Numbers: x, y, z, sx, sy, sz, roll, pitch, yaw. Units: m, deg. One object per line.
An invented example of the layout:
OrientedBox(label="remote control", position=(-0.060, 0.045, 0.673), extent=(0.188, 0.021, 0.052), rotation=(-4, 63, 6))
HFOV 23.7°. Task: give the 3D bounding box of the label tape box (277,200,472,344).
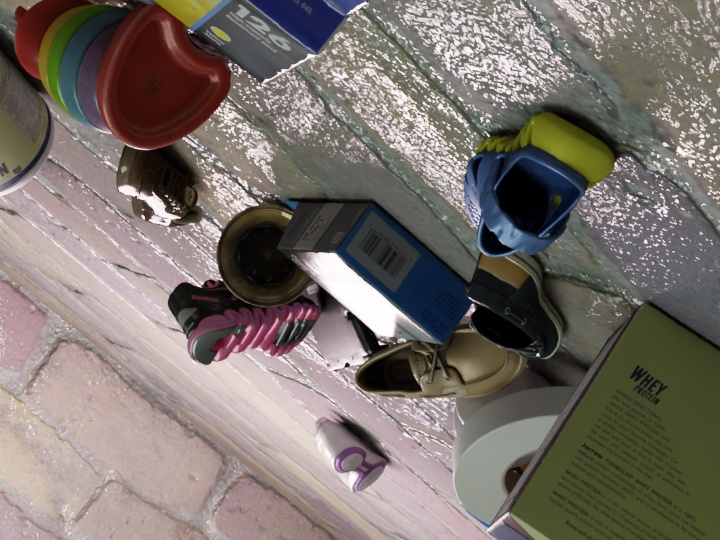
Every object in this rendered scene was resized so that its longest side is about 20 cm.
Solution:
OrientedBox(label="label tape box", position=(0.000, 0.000, 1.645), extent=(0.144, 0.063, 0.200), rotation=(41, 165, -22))

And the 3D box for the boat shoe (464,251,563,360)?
OrientedBox(label="boat shoe", position=(0.128, 0.039, 1.477), extent=(0.074, 0.062, 0.200), rotation=(27, 166, 21))

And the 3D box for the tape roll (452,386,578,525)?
OrientedBox(label="tape roll", position=(0.187, 0.186, 1.639), extent=(0.202, 0.037, 0.203), rotation=(0, 137, 0))

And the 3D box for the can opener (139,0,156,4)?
OrientedBox(label="can opener", position=(-0.238, -0.266, 1.320), extent=(0.199, 0.067, 0.053), rotation=(25, 168, 3))

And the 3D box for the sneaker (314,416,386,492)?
OrientedBox(label="sneaker", position=(-0.019, 0.286, 2.720), extent=(0.100, 0.075, 0.200), rotation=(49, 174, 28))

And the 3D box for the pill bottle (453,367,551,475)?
OrientedBox(label="pill bottle", position=(0.160, 0.167, 1.741), extent=(0.109, 0.109, 0.200), rotation=(26, 165, 31))

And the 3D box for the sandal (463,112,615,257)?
OrientedBox(label="sandal", position=(0.105, -0.047, 1.185), extent=(0.079, 0.087, 0.200), rotation=(33, 169, -1))

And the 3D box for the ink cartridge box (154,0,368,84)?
OrientedBox(label="ink cartridge box", position=(-0.109, -0.216, 1.199), extent=(0.197, 0.047, 0.200), rotation=(39, 169, -12))

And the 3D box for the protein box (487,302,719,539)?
OrientedBox(label="protein box", position=(0.241, 0.172, 1.361), extent=(0.198, 0.200, 0.135), rotation=(33, 166, 5))

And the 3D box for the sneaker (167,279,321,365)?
OrientedBox(label="sneaker", position=(-0.124, 0.041, 1.816), extent=(0.200, 0.079, 0.095), rotation=(-1, -138, -52))

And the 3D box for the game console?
OrientedBox(label="game console", position=(0.024, 0.056, 1.883), extent=(0.176, 0.116, 0.200), rotation=(66, 164, 0))

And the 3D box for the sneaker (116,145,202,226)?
OrientedBox(label="sneaker", position=(-0.212, -0.098, 1.854), extent=(0.075, 0.071, 0.200), rotation=(14, 168, 4))

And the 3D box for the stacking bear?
OrientedBox(label="stacking bear", position=(-0.226, -0.183, 1.475), extent=(0.200, 0.114, 0.121), rotation=(28, 166, 45))

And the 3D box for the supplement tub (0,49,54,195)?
OrientedBox(label="supplement tub", position=(-0.440, -0.184, 1.887), extent=(0.145, 0.145, 0.200), rotation=(27, 165, 28))

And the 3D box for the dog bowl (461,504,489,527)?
OrientedBox(label="dog bowl", position=(0.201, 0.321, 2.312), extent=(0.111, 0.050, 0.200), rotation=(34, 167, 4))

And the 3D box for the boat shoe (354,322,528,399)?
OrientedBox(label="boat shoe", position=(0.077, 0.092, 1.640), extent=(0.064, 0.072, 0.200), rotation=(-4, 168, -42))

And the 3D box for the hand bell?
OrientedBox(label="hand bell", position=(-0.099, -0.018, 1.832), extent=(0.104, 0.104, 0.200), rotation=(35, 180, -4))
